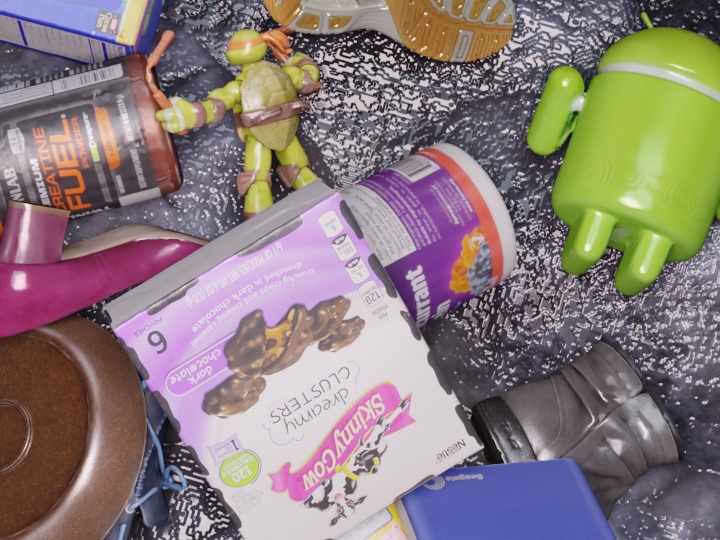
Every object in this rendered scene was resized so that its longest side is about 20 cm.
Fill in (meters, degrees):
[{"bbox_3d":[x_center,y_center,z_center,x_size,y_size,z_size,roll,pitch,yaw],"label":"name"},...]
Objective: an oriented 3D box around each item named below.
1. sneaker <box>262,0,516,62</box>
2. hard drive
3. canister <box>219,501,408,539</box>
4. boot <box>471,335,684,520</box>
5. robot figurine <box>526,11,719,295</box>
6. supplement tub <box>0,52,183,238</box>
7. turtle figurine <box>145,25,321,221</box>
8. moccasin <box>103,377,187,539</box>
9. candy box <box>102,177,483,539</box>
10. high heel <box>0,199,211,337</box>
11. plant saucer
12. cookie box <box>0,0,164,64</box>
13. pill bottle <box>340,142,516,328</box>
[{"bbox_3d":[0.019,-0.211,1.439,0.200,0.088,0.076,10,114,-21],"label":"sneaker"},{"bbox_3d":[0.109,0.198,1.246,0.132,0.025,0.200,-3,36,-15],"label":"hard drive"},{"bbox_3d":[0.008,0.183,1.356,0.148,0.087,0.200,-35,83,-9],"label":"canister"},{"bbox_3d":[0.176,0.155,1.377,0.131,0.070,0.200,-23,85,-11],"label":"boot"},{"bbox_3d":[0.209,-0.086,1.397,0.175,0.116,0.200,20,79,1],"label":"robot figurine"},{"bbox_3d":[-0.233,-0.083,1.391,0.200,0.107,0.107,-16,80,-4],"label":"supplement tub"},{"bbox_3d":[-0.062,-0.108,1.397,0.064,0.200,0.162,-6,102,39],"label":"turtle figurine"},{"bbox_3d":[-0.165,0.162,1.369,0.068,0.080,0.200,26,94,-1],"label":"moccasin"},{"bbox_3d":[-0.042,0.069,1.258,0.168,0.072,0.200,-32,106,-5],"label":"candy box"},{"bbox_3d":[-0.171,0.013,1.376,0.200,0.067,0.096,11,92,-28],"label":"high heel"},{"bbox_3d":[-0.241,0.119,1.342,0.200,0.034,0.201,-9,67,22],"label":"plant saucer"},{"bbox_3d":[-0.237,-0.256,1.440,0.200,0.075,0.171,14,78,1],"label":"cookie box"},{"bbox_3d":[0.000,0.000,1.357,0.200,0.111,0.112,-28,81,-20],"label":"pill bottle"}]
